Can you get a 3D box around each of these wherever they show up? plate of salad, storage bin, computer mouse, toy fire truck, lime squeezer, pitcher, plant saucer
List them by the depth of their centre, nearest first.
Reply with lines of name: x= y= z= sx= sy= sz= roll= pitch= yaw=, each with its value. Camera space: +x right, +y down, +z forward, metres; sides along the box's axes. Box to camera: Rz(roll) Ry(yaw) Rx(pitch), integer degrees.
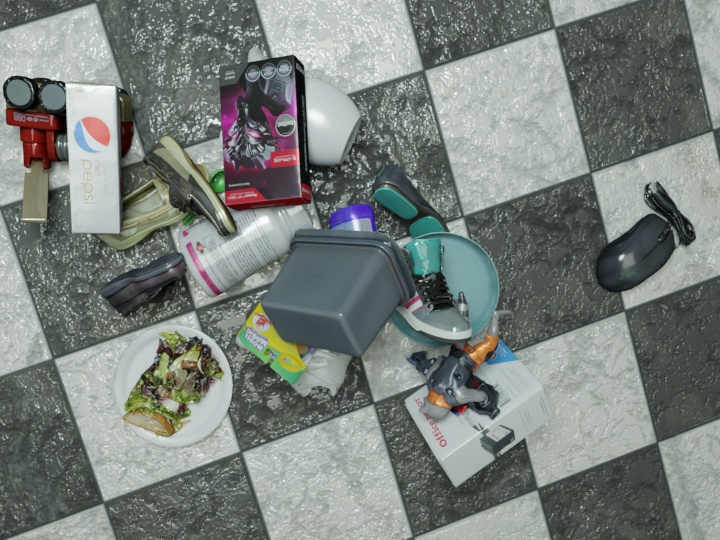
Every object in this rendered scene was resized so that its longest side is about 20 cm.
storage bin: x=-0.038 y=0.042 z=0.849 sx=0.136 sy=0.195 sz=0.148 roll=-54 pitch=134 yaw=-33
toy fire truck: x=-0.447 y=-0.181 z=0.907 sx=0.170 sy=0.129 sz=0.207 roll=5 pitch=105 yaw=-7
pitcher: x=-0.111 y=-0.226 z=0.935 sx=0.195 sy=0.121 sz=0.176 roll=26 pitch=90 yaw=2
lime squeezer: x=-0.208 y=-0.142 z=0.945 sx=0.195 sy=0.072 sz=0.038 roll=-23 pitch=126 yaw=21
plate of salad: x=-0.309 y=0.193 z=0.977 sx=0.193 sy=0.048 sz=0.208 roll=0 pitch=94 yaw=-6
plant saucer: x=0.133 y=0.030 z=0.997 sx=0.193 sy=0.028 sz=0.207 roll=1 pitch=111 yaw=3
computer mouse: x=0.500 y=-0.045 z=1.045 sx=0.200 sy=0.053 sz=0.139 roll=-44 pitch=98 yaw=-2

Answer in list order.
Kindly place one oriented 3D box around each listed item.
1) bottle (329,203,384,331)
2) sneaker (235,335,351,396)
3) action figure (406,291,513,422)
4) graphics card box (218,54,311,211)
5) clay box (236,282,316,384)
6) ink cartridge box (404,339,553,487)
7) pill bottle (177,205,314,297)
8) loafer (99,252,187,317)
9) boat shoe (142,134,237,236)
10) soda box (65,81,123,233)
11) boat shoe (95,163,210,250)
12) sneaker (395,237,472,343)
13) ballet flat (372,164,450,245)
bottle: x=0.000 y=0.000 z=0.967 sx=0.064 sy=0.083 sz=0.207 roll=-8 pitch=87 yaw=-35
sneaker: x=-0.115 y=0.152 z=0.981 sx=0.194 sy=0.075 sz=0.103 roll=16 pitch=91 yaw=-7
action figure: x=0.136 y=0.137 z=0.938 sx=0.104 sy=0.197 sz=0.199 roll=29 pitch=80 yaw=-44
graphics card box: x=-0.138 y=-0.196 z=0.861 sx=0.121 sy=0.051 sz=0.208 roll=-3 pitch=87 yaw=15
clay box: x=-0.108 y=0.076 z=0.930 sx=0.114 sy=0.048 sz=0.202 roll=39 pitch=47 yaw=-8
ink cartridge box: x=0.191 y=0.227 z=0.977 sx=0.197 sy=0.146 sz=0.085 roll=-34 pitch=124 yaw=-2
pill bottle: x=-0.177 y=-0.055 z=0.940 sx=0.196 sy=0.113 sz=0.116 roll=-30 pitch=97 yaw=-3
loafer: x=-0.326 y=0.025 z=0.919 sx=0.196 sy=0.072 sz=0.064 roll=-15 pitch=112 yaw=36
boat shoe: x=-0.254 y=-0.115 z=0.880 sx=0.064 sy=0.074 sz=0.201 roll=-38 pitch=65 yaw=-9
soda box: x=-0.377 y=-0.159 z=0.848 sx=0.066 sy=0.064 sz=0.207 roll=-1 pitch=103 yaw=-18
boat shoe: x=-0.328 y=-0.109 z=0.934 sx=0.197 sy=0.063 sz=0.074 roll=-30 pitch=64 yaw=1
sneaker: x=0.105 y=0.016 z=0.887 sx=0.081 sy=0.199 sz=0.125 roll=-6 pitch=113 yaw=-27
ballet flat: x=0.094 y=-0.102 z=0.978 sx=0.074 sy=0.073 sz=0.199 roll=-51 pitch=124 yaw=-1
